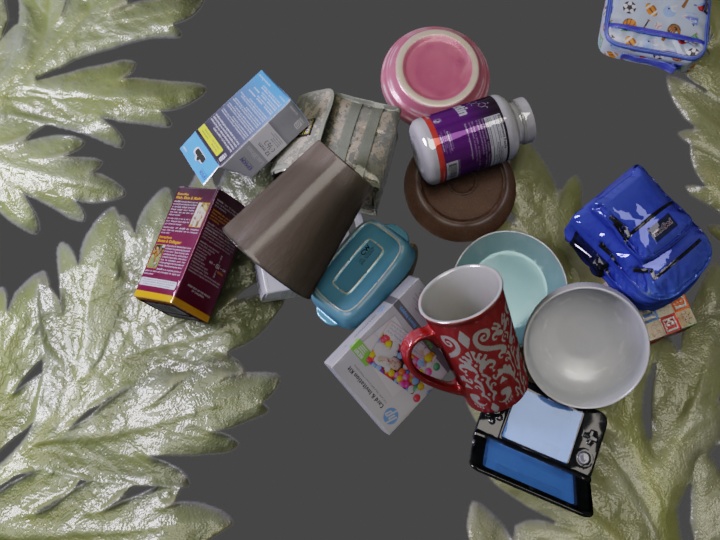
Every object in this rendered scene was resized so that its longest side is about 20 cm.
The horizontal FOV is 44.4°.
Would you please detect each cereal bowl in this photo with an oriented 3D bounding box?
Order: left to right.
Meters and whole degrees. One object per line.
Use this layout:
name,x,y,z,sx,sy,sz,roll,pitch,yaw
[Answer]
cereal bowl,0.357,0.112,1.406,0.196,0.083,0.204,3,105,10

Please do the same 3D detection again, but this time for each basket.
basket,-0.083,-0.087,1.369,0.180,0.136,0.201,39,95,-22

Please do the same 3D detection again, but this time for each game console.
game console,0.281,0.264,1.370,0.197,0.117,0.178,22,75,5

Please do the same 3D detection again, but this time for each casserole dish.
casserole dish,0.000,0.000,1.425,0.121,0.039,0.201,37,80,25

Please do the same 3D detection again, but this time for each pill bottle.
pill bottle,0.187,-0.224,1.474,0.197,0.113,0.114,-18,75,-6

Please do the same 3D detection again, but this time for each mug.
mug,0.163,0.115,1.367,0.175,0.202,0.134,-14,33,18

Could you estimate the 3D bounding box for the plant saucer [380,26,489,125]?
plant saucer,0.135,-0.350,1.575,0.197,0.051,0.204,0,74,0

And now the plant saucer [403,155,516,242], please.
plant saucer,0.174,-0.151,1.529,0.196,0.035,0.204,0,74,0

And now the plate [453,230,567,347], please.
plate,0.249,0.032,1.482,0.196,0.026,0.204,0,75,0

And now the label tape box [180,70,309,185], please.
label tape box,-0.198,-0.228,1.492,0.200,0.066,0.144,-44,41,3

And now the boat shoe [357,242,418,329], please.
boat shoe,0.032,0.042,1.461,0.064,0.073,0.202,20,75,26

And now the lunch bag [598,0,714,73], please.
lunch bag,0.535,-0.444,1.594,0.197,0.076,0.163,12,77,4

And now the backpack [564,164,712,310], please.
backpack,0.437,-0.042,1.372,0.162,0.168,0.201,-38,78,-3

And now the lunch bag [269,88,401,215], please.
lunch bag,-0.044,-0.209,1.497,0.197,0.118,0.166,15,65,5

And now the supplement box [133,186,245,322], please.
supplement box,-0.273,-0.028,1.440,0.109,0.085,0.203,6,70,42

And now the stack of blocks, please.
stack of blocks,0.458,0.020,1.469,0.113,0.059,0.203,-18,75,-5

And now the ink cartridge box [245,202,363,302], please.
ink cartridge box,-0.088,-0.043,1.501,0.197,0.057,0.165,-7,73,-24

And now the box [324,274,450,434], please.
box,0.062,0.133,1.409,0.200,0.041,0.156,-44,109,-11
